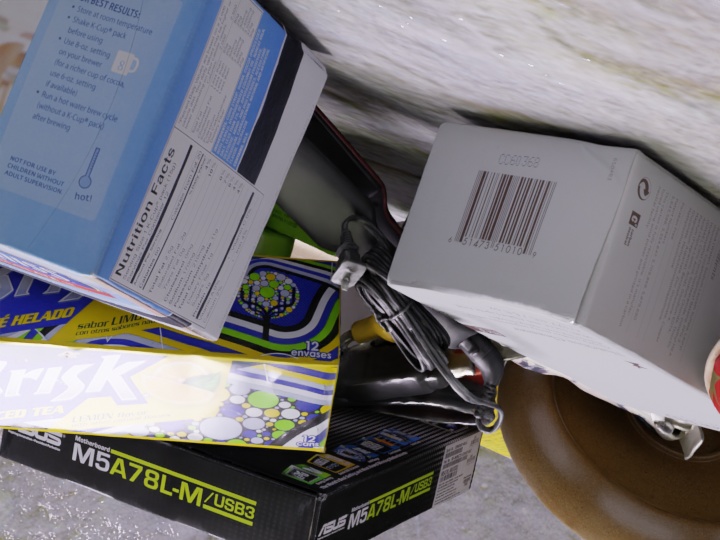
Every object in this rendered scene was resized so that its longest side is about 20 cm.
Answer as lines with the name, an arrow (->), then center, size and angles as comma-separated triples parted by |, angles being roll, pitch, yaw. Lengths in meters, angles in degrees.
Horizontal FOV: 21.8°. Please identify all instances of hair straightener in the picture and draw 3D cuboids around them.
hair straightener -> 0.000, 0.000, 0.838 | 0.200, 0.041, 0.077 | 53, -152, -11

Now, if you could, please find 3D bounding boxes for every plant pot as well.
plant pot -> 0.175, 0.087, 1.041 | 0.200, 0.200, 0.028 | 21, 131, 0

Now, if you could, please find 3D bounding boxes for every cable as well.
cable -> -0.009, 0.047, 0.951 | 0.200, 0.050, 0.097 | -6, 147, 29

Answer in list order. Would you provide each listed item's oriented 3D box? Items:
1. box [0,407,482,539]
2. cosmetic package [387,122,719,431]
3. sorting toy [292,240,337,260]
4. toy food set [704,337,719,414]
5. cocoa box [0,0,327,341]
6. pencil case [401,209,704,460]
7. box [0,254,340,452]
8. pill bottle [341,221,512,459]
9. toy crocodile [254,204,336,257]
box -> -0.060, 0.093, 1.022 | 0.193, 0.048, 0.200 | 19, -166, 25
cosmetic package -> 0.120, 0.009, 0.843 | 0.113, 0.081, 0.200 | 12, 168, 44
sorting toy -> -0.093, -0.035, 1.388 | 0.185, 0.037, 0.200 | 23, 169, -14
toy food set -> 0.241, 0.058, 0.760 | 0.200, 0.049, 0.198 | -9, 147, 35
cocoa box -> -0.141, -0.072, 0.769 | 0.200, 0.134, 0.131 | 19, 174, 20
pencil case -> 0.101, 0.022, 0.979 | 0.200, 0.090, 0.078 | 23, 129, -13
box -> -0.111, 0.032, 0.857 | 0.200, 0.064, 0.070 | 4, 139, -5
pill bottle -> 0.080, 0.049, 1.146 | 0.200, 0.114, 0.114 | 26, 172, -42
toy crocodile -> -0.067, -0.051, 1.010 | 0.200, 0.068, 0.062 | 19, -167, 36
